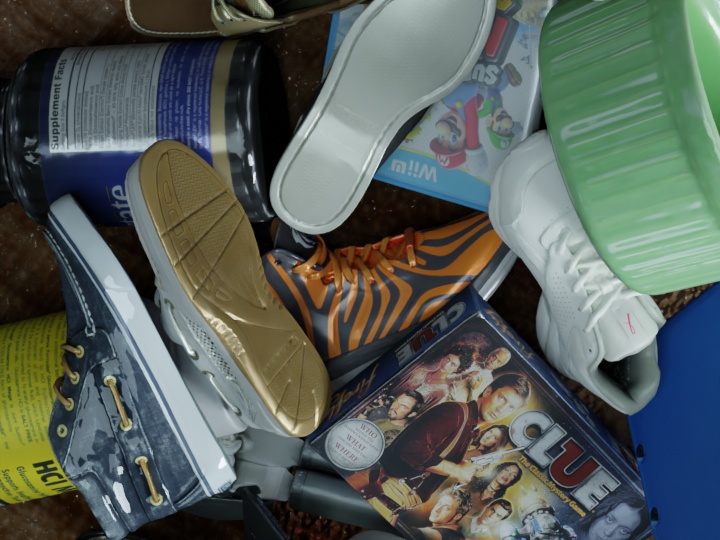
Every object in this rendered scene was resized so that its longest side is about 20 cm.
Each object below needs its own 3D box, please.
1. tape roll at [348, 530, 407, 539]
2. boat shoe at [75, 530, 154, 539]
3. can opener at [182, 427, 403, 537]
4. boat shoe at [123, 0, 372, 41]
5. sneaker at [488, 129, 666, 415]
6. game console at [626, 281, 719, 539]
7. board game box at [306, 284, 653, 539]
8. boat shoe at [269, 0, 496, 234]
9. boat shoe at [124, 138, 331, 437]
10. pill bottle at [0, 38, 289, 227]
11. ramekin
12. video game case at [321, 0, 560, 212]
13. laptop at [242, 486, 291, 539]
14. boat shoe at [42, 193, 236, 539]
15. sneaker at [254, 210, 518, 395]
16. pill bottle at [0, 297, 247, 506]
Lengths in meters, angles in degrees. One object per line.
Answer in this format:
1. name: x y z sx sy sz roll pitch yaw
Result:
1. tape roll: 0.042 0.256 1.752 0.037 0.202 0.204 -34 101 -27
2. boat shoe: -0.135 0.199 1.766 0.075 0.200 0.061 -12 95 -32
3. can opener: -0.026 0.137 1.798 0.199 0.053 0.067 11 143 9
4. boat shoe: -0.058 -0.179 1.675 0.199 0.074 0.076 -12 100 27
5. sneaker: 0.141 0.003 1.661 0.078 0.099 0.201 -32 130 -8
6. game console: 0.262 0.100 1.674 0.170 0.201 0.119 -2 146 -10
7. board game box: 0.081 0.121 1.718 0.135 0.035 0.200 -39 114 13
8. boat shoe: 0.015 -0.111 1.664 0.074 0.060 0.201 29 114 -6
9. boat shoe: -0.093 0.016 1.664 0.069 0.071 0.201 -8 116 45
10. pill bottle: -0.150 -0.082 1.713 0.199 0.112 0.113 -2 106 11
11. ramekin: 0.180 -0.083 1.613 0.097 0.200 0.201 -18 103 22
12. video game case: 0.049 -0.145 1.684 0.142 0.018 0.201 17 108 23
13. laptop: -0.059 0.266 1.770 0.103 0.200 0.177 -32 68 -17
14. boat shoe: -0.158 0.060 1.664 0.091 0.071 0.201 -28 96 -4
15. sneaker: 0.000 0.000 1.720 0.200 0.078 0.112 -36 110 16
16. pill bottle: -0.174 0.080 1.766 0.199 0.112 0.113 -13 104 14
